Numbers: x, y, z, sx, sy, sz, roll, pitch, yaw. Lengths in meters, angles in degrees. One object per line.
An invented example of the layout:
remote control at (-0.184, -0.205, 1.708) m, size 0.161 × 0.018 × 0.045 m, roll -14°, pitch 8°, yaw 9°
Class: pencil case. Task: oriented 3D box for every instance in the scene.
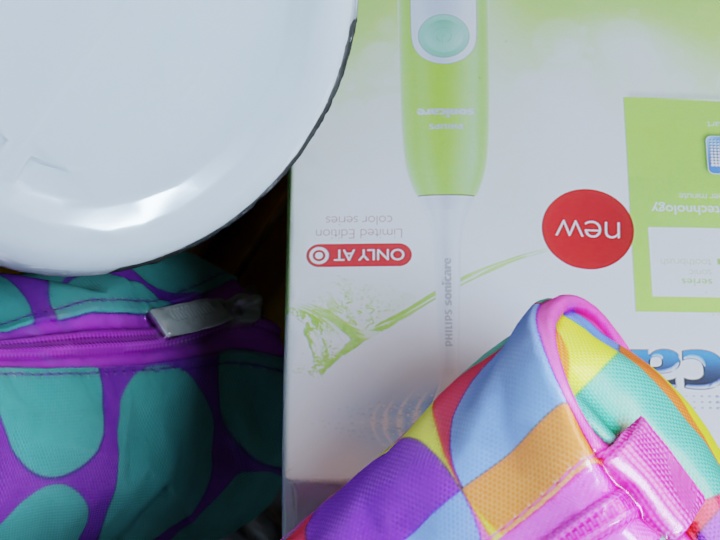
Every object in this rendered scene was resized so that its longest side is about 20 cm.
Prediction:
pencil case at (-0.009, 0.094, 0.520) m, size 0.088 × 0.200 × 0.088 m, roll 46°, pitch 12°, yaw -13°
pencil case at (-0.092, 0.034, 0.598) m, size 0.085 × 0.092 × 0.200 m, roll 53°, pitch 22°, yaw 14°

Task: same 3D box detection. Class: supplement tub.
supplement tub at (-0.088, -0.090, 0.616) m, size 0.122 × 0.123 × 0.200 m, roll 34°, pitch 7°, yaw -33°

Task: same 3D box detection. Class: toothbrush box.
toothbrush box at (0.054, -0.019, 0.633) m, size 0.086 × 0.144 × 0.201 m, roll 93°, pitch -1°, yaw -61°

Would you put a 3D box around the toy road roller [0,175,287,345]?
toy road roller at (0.000, 0.000, 0.739) m, size 0.200 × 0.123 × 0.146 m, roll 35°, pitch -1°, yaw -28°
